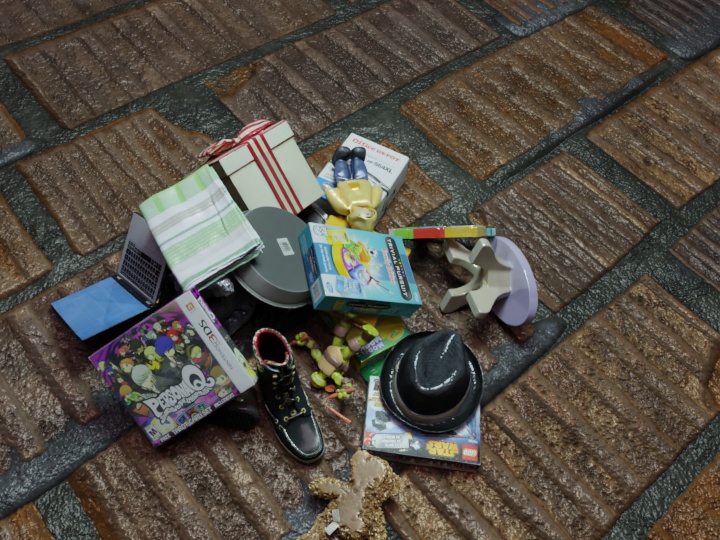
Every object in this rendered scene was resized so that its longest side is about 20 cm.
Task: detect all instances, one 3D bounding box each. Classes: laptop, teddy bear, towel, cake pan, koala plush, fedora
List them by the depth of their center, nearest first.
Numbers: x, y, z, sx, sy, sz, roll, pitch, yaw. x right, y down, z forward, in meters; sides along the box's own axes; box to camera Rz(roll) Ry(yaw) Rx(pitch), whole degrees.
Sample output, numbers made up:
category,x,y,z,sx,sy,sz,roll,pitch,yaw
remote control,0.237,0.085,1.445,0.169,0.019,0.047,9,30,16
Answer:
category,x,y,z,sx,sy,sz,roll,pitch,yaw
teddy bear,-0.019,0.385,1.085,0.144,0.067,0.201,10,60,11
towel,-0.266,-0.072,1.140,0.149,0.031,0.200,-31,65,-9
fedora,0.129,0.169,1.180,0.199,0.092,0.202,4,53,-5
cake pan,-0.141,-0.031,1.207,0.199,0.037,0.201,24,46,-27
laptop,-0.435,0.002,1.215,0.115,0.201,0.187,12,9,-42
koala plush,-0.270,0.015,1.220,0.183,0.200,0.178,-18,59,-19

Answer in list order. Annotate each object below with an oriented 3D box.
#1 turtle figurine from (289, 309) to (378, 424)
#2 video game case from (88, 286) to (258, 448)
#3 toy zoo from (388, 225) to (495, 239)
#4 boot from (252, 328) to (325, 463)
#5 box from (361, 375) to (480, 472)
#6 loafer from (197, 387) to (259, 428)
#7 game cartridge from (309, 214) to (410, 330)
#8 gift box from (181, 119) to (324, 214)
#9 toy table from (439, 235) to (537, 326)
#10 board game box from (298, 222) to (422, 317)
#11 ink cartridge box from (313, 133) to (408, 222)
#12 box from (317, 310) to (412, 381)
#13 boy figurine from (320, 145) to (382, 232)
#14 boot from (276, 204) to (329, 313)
category,x,y,z,sx,sy,sz,roll,pitch,yaw
turtle figurine,-0.036,0.156,1.210,0.162,0.064,0.200,-53,52,12
video game case,-0.292,0.153,1.092,0.199,0.036,0.182,-32,98,7
toy zoo,0.164,-0.076,1.364,0.199,0.131,0.021,-1,95,14
boot,-0.121,0.204,1.132,0.073,0.154,0.204,-23,61,-16
box,0.105,0.262,1.193,0.199,0.040,0.138,9,53,-1
loafer,-0.264,0.214,1.169,0.199,0.073,0.071,12,42,-2
game cartridge,-0.018,-0.001,1.306,0.176,0.033,0.200,26,53,4
gift box,-0.218,-0.175,1.351,0.184,0.199,0.187,-39,110,-32
toy table,0.236,0.016,1.311,0.116,0.185,0.200,2,35,-25
board game box,0.000,0.000,1.226,0.199,0.047,0.152,6,53,-32
ink cartridge box,-0.006,-0.178,1.462,0.145,0.084,0.200,25,56,10
box,0.008,0.101,1.291,0.117,0.048,0.200,-25,63,-22
boy figurine,-0.014,-0.150,1.352,0.124,0.065,0.201,2,53,-15
boot,-0.127,-0.030,1.361,0.200,0.073,0.182,-38,65,-21
